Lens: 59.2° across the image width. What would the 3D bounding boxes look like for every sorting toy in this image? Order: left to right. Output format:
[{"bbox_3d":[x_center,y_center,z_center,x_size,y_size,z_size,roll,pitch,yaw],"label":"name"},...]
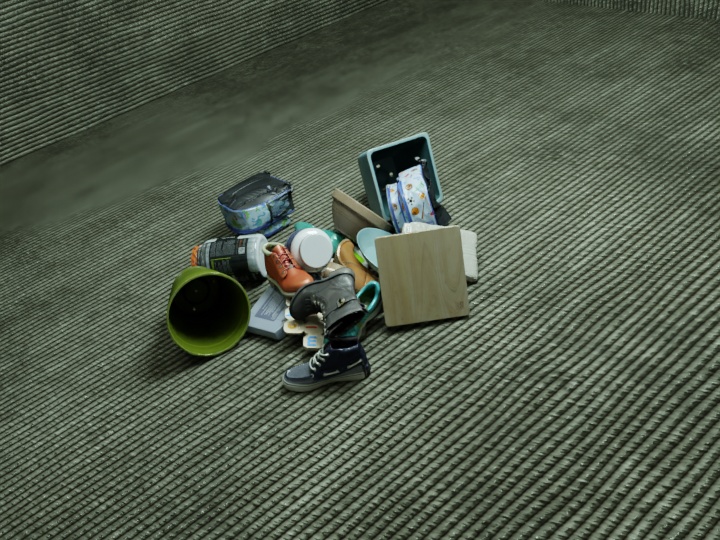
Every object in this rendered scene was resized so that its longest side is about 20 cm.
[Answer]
[{"bbox_3d":[0.140,0.010,1.460,0.193,0.205,0.070,-8,8,1],"label":"sorting toy"}]

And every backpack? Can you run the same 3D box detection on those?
[{"bbox_3d":[-0.312,-0.184,1.897,0.198,0.150,0.182,-29,37,-29],"label":"backpack"},{"bbox_3d":[0.147,-0.169,1.658,0.151,0.203,0.191,-25,18,5],"label":"backpack"}]

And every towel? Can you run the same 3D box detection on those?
[{"bbox_3d":[0.193,-0.045,1.548,0.195,0.035,0.136,9,63,-9],"label":"towel"}]

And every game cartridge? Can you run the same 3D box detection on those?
[{"bbox_3d":[-0.193,0.084,1.580,0.131,0.041,0.201,7,46,33],"label":"game cartridge"}]

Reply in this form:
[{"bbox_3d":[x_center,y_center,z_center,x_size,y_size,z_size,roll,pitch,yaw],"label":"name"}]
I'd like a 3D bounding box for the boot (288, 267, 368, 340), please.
[{"bbox_3d":[-0.076,0.088,1.390,0.198,0.069,0.176,-34,32,15],"label":"boot"}]

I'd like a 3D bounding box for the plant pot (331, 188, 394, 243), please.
[{"bbox_3d":[-0.009,-0.131,1.732,0.200,0.199,0.094,37,95,47],"label":"plant pot"}]

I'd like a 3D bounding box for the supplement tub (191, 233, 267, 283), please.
[{"bbox_3d":[-0.351,-0.029,1.724,0.195,0.125,0.124,-5,36,11],"label":"supplement tub"}]

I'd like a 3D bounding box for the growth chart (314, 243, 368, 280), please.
[{"bbox_3d":[-0.056,0.004,1.666,0.199,0.018,0.144,-37,42,-25],"label":"growth chart"}]

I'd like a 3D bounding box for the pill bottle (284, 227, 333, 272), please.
[{"bbox_3d":[-0.131,-0.052,1.624,0.109,0.113,0.200,-22,7,-12],"label":"pill bottle"}]

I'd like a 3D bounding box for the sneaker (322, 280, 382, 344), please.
[{"bbox_3d":[-0.019,0.103,1.430,0.077,0.080,0.201,31,67,12],"label":"sneaker"}]

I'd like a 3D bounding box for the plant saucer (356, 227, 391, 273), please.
[{"bbox_3d":[0.070,-0.028,1.593,0.197,0.039,0.203,25,30,-15],"label":"plant saucer"}]

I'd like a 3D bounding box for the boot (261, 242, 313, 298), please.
[{"bbox_3d":[-0.180,-0.004,1.543,0.074,0.110,0.198,-28,32,-29],"label":"boot"}]

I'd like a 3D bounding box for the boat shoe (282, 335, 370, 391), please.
[{"bbox_3d":[-0.081,0.193,1.359,0.195,0.094,0.075,-12,35,2],"label":"boat shoe"}]

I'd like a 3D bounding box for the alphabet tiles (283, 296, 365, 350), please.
[{"bbox_3d":[-0.084,0.108,1.502,0.190,0.015,0.203,2,45,-3],"label":"alphabet tiles"}]

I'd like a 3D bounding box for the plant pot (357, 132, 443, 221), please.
[{"bbox_3d":[0.094,-0.271,1.836,0.192,0.201,0.199,-20,13,-16],"label":"plant pot"}]

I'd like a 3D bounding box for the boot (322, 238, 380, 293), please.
[{"bbox_3d":[0.000,0.000,1.583,0.152,0.078,0.201,22,23,2],"label":"boot"}]

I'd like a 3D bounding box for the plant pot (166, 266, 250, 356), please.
[{"bbox_3d":[-0.388,0.076,1.557,0.197,0.204,0.192,-25,25,-16],"label":"plant pot"}]

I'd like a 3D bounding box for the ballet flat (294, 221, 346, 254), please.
[{"bbox_3d":[-0.129,-0.087,1.781,0.197,0.068,0.071,16,59,38],"label":"ballet flat"}]
